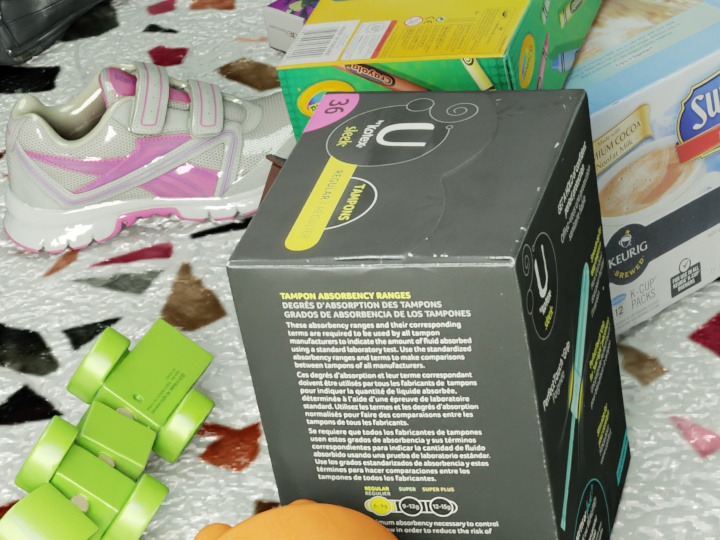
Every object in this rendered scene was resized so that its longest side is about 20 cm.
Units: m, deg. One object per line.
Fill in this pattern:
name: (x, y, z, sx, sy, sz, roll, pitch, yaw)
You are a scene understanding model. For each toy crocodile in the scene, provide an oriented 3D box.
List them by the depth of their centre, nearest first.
toy crocodile: (-0.122, 0.087, 1.254, 0.067, 0.062, 0.200, 33, 34, -4)

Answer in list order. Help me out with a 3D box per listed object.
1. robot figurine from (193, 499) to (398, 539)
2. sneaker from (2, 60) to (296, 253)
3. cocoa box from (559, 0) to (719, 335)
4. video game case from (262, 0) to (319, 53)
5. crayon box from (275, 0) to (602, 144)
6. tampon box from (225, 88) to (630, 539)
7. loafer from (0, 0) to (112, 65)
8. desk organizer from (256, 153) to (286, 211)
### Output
robot figurine: (-0.012, 0.170, 1.021, 0.144, 0.117, 0.200, 24, 15, -30)
sneaker: (-0.114, -0.077, 1.492, 0.200, 0.088, 0.081, -15, 31, -8)
cocoa box: (0.144, -0.074, 1.363, 0.200, 0.131, 0.133, -27, 34, -26)
video game case: (0.070, -0.173, 1.647, 0.200, 0.036, 0.181, -30, 34, -30)
crayon box: (0.049, -0.130, 1.301, 0.119, 0.058, 0.200, -1, 34, 23)
tampon box: (0.036, 0.041, 1.136, 0.126, 0.200, 0.150, 0, 31, 18)
loafer: (-0.201, -0.209, 1.759, 0.068, 0.071, 0.201, 10, 36, 30)
desk organizer: (0.000, 0.000, 1.336, 0.072, 0.077, 0.200, 16, 6, -21)
